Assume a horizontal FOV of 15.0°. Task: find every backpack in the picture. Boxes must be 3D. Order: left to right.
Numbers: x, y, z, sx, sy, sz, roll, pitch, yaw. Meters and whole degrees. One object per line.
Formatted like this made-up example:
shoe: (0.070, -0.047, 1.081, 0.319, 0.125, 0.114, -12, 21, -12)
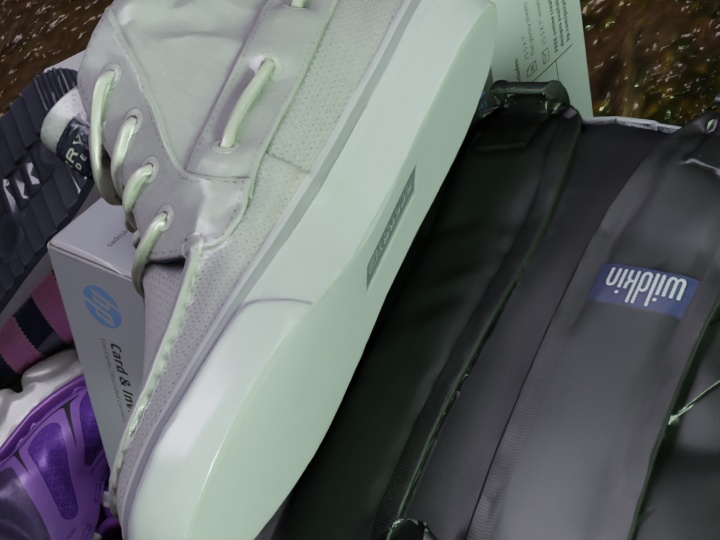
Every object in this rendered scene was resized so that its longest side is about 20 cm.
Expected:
backpack: (0.059, 0.066, 0.746, 0.177, 0.151, 0.200, 6, 49, 32)

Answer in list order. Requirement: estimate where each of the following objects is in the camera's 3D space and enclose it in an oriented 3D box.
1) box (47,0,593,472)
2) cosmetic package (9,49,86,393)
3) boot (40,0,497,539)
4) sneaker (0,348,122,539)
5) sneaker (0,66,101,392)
box: (0.000, 0.000, 0.837, 0.041, 0.156, 0.200, 23, 49, 35)
cosmetic package: (-0.073, -0.005, 1.026, 0.107, 0.085, 0.200, -21, 38, 28)
boot: (-0.042, -0.012, 0.708, 0.095, 0.074, 0.200, 19, 50, 12)
sneaker: (-0.106, 0.097, 0.881, 0.200, 0.081, 0.083, -35, 40, -16)
sneaker: (-0.109, 0.011, 0.923, 0.200, 0.082, 0.070, -43, 53, 39)
